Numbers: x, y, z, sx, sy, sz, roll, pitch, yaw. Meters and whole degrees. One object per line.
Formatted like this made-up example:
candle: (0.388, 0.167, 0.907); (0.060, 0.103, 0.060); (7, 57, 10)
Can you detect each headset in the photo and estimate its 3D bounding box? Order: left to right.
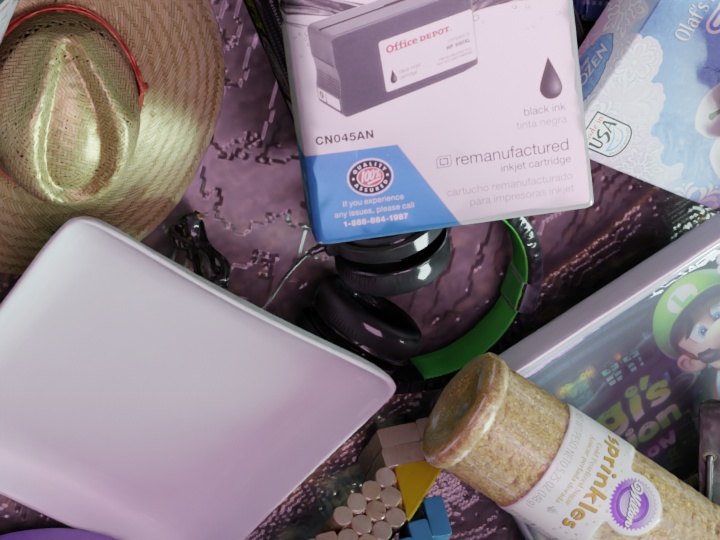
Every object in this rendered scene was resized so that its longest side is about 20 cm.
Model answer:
headset: (0.000, 0.000, 1.514); (0.199, 0.094, 0.124); (1, 120, -29)

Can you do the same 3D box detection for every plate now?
plate: (-0.115, 0.065, 1.480); (0.199, 0.032, 0.200); (27, 128, -22)

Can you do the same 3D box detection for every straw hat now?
straw hat: (-0.151, -0.082, 1.432); (0.200, 0.085, 0.202); (-4, 108, -14)

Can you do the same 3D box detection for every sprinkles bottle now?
sprinkles bottle: (0.128, 0.122, 1.490); (0.200, 0.068, 0.068); (33, 96, -16)

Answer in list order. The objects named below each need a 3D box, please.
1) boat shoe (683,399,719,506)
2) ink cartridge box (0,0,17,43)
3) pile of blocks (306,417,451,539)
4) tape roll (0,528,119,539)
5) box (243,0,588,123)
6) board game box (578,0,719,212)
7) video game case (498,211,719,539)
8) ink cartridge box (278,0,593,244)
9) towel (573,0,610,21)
boat shoe: (0.204, 0.136, 1.581); (0.066, 0.072, 0.201); (15, 141, 8)
ink cartridge box: (-0.242, -0.151, 1.362); (0.145, 0.084, 0.201); (24, 100, 6)
pile of blocks: (-0.004, 0.167, 1.531); (0.082, 0.062, 0.200); (38, 65, 4)
tape roll: (-0.170, 0.244, 1.530); (0.199, 0.066, 0.201); (-4, 111, -11)
box: (0.015, -0.167, 1.474); (0.160, 0.044, 0.201); (-24, 111, -7)
board game box: (0.228, -0.123, 1.504); (0.198, 0.043, 0.200); (20, 114, -31)
video game case: (0.164, 0.075, 1.571); (0.200, 0.023, 0.182); (-33, 131, -3)
ink cartridge box: (0.032, -0.127, 1.407); (0.144, 0.084, 0.201); (-8, 106, -1)
towel: (0.187, -0.232, 1.518); (0.144, 0.024, 0.201); (-2, 108, -17)
